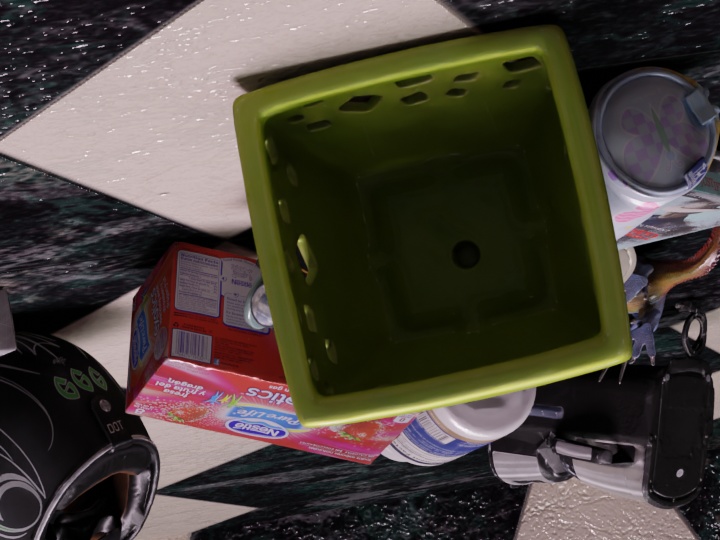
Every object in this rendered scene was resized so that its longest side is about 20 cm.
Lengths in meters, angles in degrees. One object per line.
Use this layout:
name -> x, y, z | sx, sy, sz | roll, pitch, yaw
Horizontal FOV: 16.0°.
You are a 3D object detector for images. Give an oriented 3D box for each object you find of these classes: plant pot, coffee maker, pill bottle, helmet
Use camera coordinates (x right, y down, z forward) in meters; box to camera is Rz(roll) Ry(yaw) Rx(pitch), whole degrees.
plant pot -> 0.050, -0.019, 1.507 | 0.199, 0.200, 0.181 | -12, 174, 7
coffee maker -> 0.235, 0.127, 2.485 | 0.200, 0.192, 0.135 | 7, 159, 38
pill bottle -> 0.077, 0.122, 2.402 | 0.111, 0.111, 0.200 | -5, 168, -23
helmet -> -0.273, 0.144, 2.015 | 0.200, 0.191, 0.200 | -40, 151, -28

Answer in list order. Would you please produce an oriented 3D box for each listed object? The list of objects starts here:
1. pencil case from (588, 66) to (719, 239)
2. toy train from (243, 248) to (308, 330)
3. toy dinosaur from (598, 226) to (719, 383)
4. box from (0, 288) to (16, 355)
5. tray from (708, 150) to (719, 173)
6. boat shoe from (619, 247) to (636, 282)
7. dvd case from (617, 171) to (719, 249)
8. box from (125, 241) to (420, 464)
pencil case -> 0.161, -0.066, 1.641 | 0.091, 0.083, 0.200 | -45, 180, -20
toy train -> 0.000, 0.000, 1.754 | 0.085, 0.114, 0.200 | 29, -165, 30
toy dinosaur -> 0.237, 0.028, 2.164 | 0.200, 0.105, 0.181 | -25, -174, 13
box -> -0.376, 0.057, 1.858 | 0.200, 0.048, 0.158 | -1, 166, -40
tray -> 0.240, -0.064, 1.861 | 0.107, 0.022, 0.200 | -16, 167, 24
boat shoe -> 0.118, 0.010, 2.021 | 0.200, 0.072, 0.060 | -22, -150, -4
dvd case -> 0.180, -0.037, 1.835 | 0.200, 0.022, 0.146 | -15, 167, 32
box -> -0.062, 0.061, 1.853 | 0.200, 0.100, 0.095 | 13, 148, -20
